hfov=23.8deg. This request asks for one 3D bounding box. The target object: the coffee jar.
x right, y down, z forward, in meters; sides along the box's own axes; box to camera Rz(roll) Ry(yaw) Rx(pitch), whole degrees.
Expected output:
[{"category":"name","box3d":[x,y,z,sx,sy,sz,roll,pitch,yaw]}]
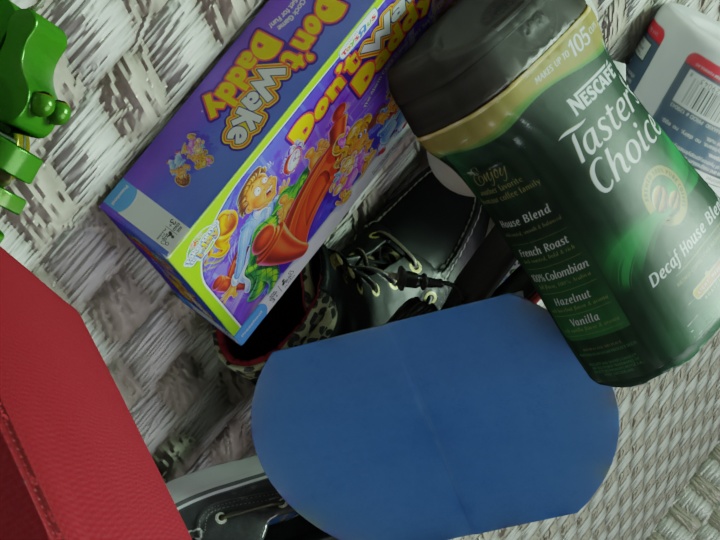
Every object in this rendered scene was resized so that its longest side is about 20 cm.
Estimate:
[{"category":"coffee jar","box3d":[0.104,-0.049,0.836,0.104,0.201,0.085,-44,-167,-28]}]

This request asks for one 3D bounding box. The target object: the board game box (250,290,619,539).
[{"category":"board game box","box3d":[0.041,0.077,0.934,0.039,0.198,0.159,-85,156,-53]}]

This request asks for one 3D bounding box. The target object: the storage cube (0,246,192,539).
[{"category":"storage cube","box3d":[-0.157,0.104,0.562,0.170,0.181,0.200,-30,159,1]}]

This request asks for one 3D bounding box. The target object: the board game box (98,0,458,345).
[{"category":"board game box","box3d":[-0.029,-0.072,0.836,0.201,0.045,0.135,-52,160,-8]}]

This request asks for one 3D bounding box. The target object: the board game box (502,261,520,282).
[{"category":"board game box","box3d":[0.107,-0.046,1.119,0.201,0.034,0.127,94,6,-56]}]

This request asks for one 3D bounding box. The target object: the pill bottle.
[{"category":"pill bottle","box3d":[0.230,-0.087,1.290,0.119,0.119,0.201,-12,135,-62]}]

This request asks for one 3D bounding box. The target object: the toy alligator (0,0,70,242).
[{"category":"toy alligator","box3d":[-0.133,-0.051,0.619,0.201,0.054,0.059,-55,160,1]}]

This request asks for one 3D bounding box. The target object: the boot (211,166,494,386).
[{"category":"boot","box3d":[0.001,0.001,0.985,0.204,0.073,0.154,-53,157,-8]}]

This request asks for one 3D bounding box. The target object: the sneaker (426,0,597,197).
[{"category":"sneaker","box3d":[0.077,-0.089,0.974,0.089,0.075,0.200,-46,-173,41]}]

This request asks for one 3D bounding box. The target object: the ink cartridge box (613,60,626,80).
[{"category":"ink cartridge box","box3d":[0.144,-0.068,1.080,0.200,0.039,0.100,-77,173,-62]}]

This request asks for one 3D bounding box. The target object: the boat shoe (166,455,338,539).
[{"category":"boat shoe","box3d":[-0.063,0.154,0.991,0.198,0.067,0.070,-17,141,-17]}]

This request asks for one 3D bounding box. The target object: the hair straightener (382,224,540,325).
[{"category":"hair straightener","box3d":[0.039,0.020,0.944,0.200,0.077,0.041,-45,-153,22]}]
